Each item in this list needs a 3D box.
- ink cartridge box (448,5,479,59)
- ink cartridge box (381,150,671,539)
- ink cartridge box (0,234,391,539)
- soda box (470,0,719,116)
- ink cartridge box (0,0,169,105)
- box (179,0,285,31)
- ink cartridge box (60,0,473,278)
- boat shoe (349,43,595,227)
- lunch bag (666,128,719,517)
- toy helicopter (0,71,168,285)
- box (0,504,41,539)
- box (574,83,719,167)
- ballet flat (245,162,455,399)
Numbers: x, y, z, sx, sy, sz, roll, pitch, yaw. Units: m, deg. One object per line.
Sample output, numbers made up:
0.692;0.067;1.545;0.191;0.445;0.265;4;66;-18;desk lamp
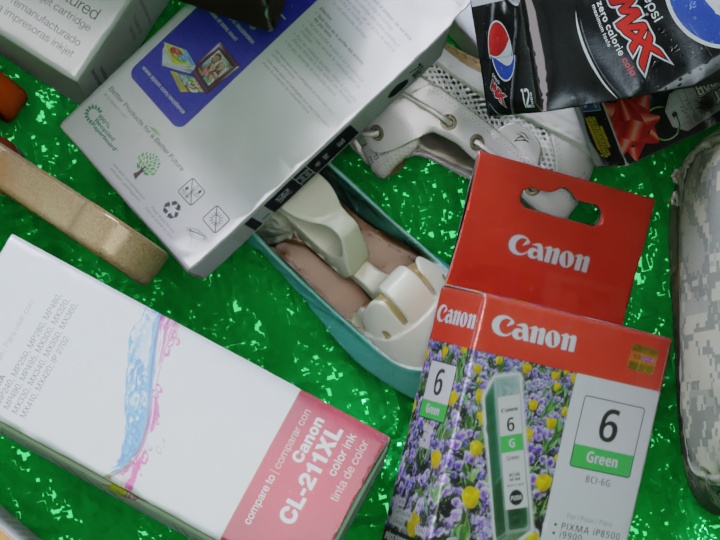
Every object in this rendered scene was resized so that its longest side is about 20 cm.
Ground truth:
0.082;-0.228;1.332;0.200;0.044;0.174;-42;86;-5;ink cartridge box
0.087;0.053;1.264;0.109;0.050;0.201;13;90;-25;ink cartridge box
-0.092;0.072;1.242;0.199;0.146;0.083;29;83;3;ink cartridge box
0.156;-0.117;1.218;0.199;0.071;0.064;-11;95;-19;soda box
-0.140;-0.205;1.306;0.144;0.085;0.200;32;83;5;ink cartridge box
-0.122;-0.178;1.173;0.199;0.100;0.075;21;86;2;box
-0.038;-0.099;1.251;0.200;0.039;0.100;-42;78;5;ink cartridge box
0.021;-0.079;1.298;0.199;0.071;0.070;24;82;2;boat shoe
0.218;0.018;1.238;0.139;0.168;0.201;-1;83;-1;lunch bag
-0.171;-0.053;1.239;0.200;0.132;0.079;32;83;29;toy helicopter
-0.174;0.210;1.245;0.200;0.106;0.152;39;84;5;box
0.181;-0.151;1.285;0.199;0.040;0.137;-26;100;-17;box
0.000;0.000;1.289;0.200;0.070;0.067;41;84;4;ballet flat
